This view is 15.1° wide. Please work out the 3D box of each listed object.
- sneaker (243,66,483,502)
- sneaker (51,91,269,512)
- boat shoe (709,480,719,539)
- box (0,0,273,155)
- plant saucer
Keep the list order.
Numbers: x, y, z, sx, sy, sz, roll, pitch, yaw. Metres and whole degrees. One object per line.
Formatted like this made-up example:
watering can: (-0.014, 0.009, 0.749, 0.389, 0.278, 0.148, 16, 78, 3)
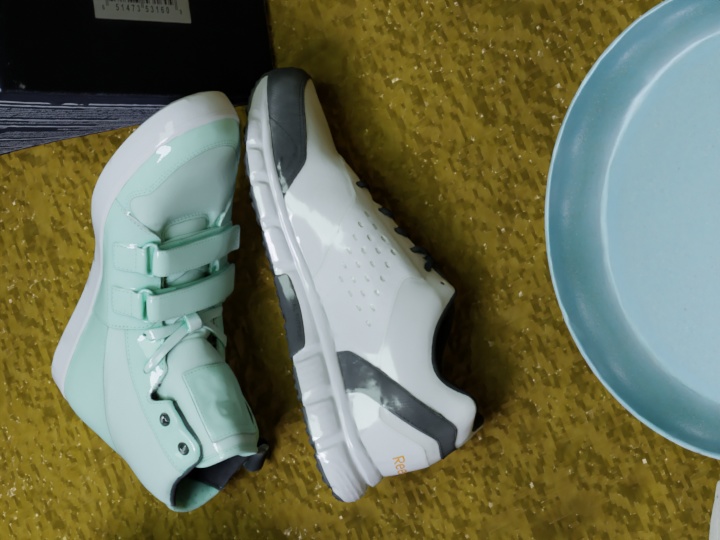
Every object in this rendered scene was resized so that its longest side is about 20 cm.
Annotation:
sneaker: (0.000, 0.000, 1.210, 0.080, 0.074, 0.200, -17, 76, 5)
sneaker: (-0.070, 0.020, 1.226, 0.118, 0.074, 0.201, 48, 138, 28)
boat shoe: (0.176, 0.182, 1.087, 0.059, 0.072, 0.200, -6, 77, 6)
box: (-0.181, -0.120, 1.239, 0.198, 0.200, 0.123, -10, 86, 34)
plant saucer: (0.168, -0.021, 1.109, 0.200, 0.027, 0.200, 1, 92, 34)
